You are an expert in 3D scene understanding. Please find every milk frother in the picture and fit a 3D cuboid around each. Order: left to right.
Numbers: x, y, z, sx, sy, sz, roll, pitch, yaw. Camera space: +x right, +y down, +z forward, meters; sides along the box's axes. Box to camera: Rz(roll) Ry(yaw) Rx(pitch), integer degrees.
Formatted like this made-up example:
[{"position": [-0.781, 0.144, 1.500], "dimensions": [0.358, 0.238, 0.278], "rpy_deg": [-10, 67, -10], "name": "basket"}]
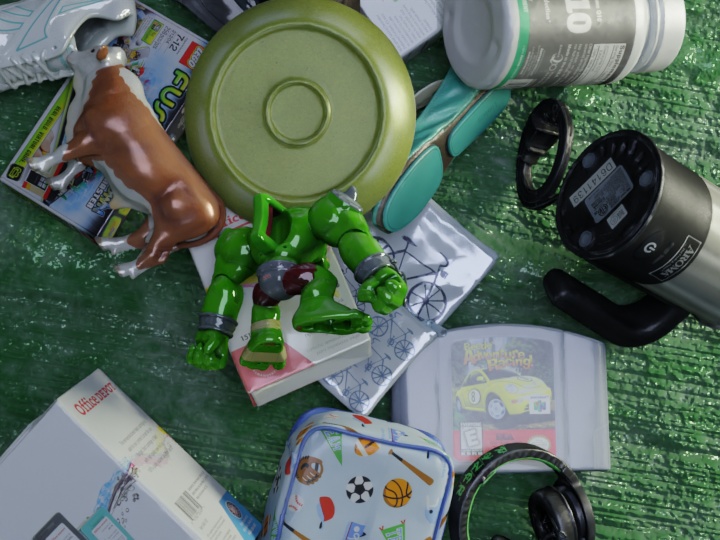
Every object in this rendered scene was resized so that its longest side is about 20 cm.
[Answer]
[{"position": [0.248, -0.055, 1.751], "dimensions": [0.187, 0.180, 0.202], "rpy_deg": [27, 45, -38], "name": "milk frother"}]

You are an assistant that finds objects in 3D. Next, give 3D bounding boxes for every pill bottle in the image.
[{"position": [0.182, -0.220, 1.741], "dimensions": [0.198, 0.113, 0.114], "rpy_deg": [-6, 84, -30], "name": "pill bottle"}]

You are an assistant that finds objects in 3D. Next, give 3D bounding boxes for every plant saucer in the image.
[{"position": [-0.053, -0.132, 1.656], "dimensions": [0.198, 0.031, 0.202], "rpy_deg": [0, 90, 4], "name": "plant saucer"}]

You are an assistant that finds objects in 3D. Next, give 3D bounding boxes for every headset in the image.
[{"position": [0.163, 0.243, 1.710], "dimensions": [0.123, 0.094, 0.200], "rpy_deg": [-44, 114, -10], "name": "headset"}]

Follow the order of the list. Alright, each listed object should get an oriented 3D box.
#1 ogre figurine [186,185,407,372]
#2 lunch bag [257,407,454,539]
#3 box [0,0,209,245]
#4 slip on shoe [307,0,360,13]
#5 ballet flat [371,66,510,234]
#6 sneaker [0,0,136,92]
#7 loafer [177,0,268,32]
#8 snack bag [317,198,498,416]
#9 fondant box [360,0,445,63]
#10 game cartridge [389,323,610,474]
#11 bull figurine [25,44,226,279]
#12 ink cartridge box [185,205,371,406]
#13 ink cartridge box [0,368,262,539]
[{"position": [-0.055, 0.004, 1.605], "dimensions": [0.097, 0.199, 0.121], "rpy_deg": [15, 59, -36], "name": "ogre figurine"}, {"position": [-0.004, 0.228, 1.690], "dimensions": [0.159, 0.076, 0.202], "rpy_deg": [13, 98, -12], "name": "lunch bag"}, {"position": [-0.215, -0.132, 1.722], "dimensions": [0.109, 0.035, 0.201], "rpy_deg": [29, 80, 15], "name": "box"}, {"position": [-0.026, -0.233, 1.714], "dimensions": [0.060, 0.076, 0.201], "rpy_deg": [-20, 122, 16], "name": "slip on shoe"}, {"position": [0.054, -0.112, 1.748], "dimensions": [0.070, 0.068, 0.200], "rpy_deg": [25, 60, 29], "name": "ballet flat"}, {"position": [-0.283, -0.195, 1.699], "dimensions": [0.199, 0.071, 0.080], "rpy_deg": [-34, 57, -1], "name": "sneaker"}, {"position": [-0.088, -0.200, 1.754], "dimensions": [0.072, 0.073, 0.201], "rpy_deg": [-38, 88, 13], "name": "loafer"}, {"position": [0.000, 0.000, 1.742], "dimensions": [0.188, 0.021, 0.200], "rpy_deg": [42, 80, 11], "name": "snack bag"}, {"position": [0.067, -0.298, 1.784], "dimensions": [0.199, 0.058, 0.145], "rpy_deg": [-35, 89, -11], "name": "fondant box"}, {"position": [0.125, 0.115, 1.758], "dimensions": [0.198, 0.041, 0.135], "rpy_deg": [-1, 80, -8], "name": "game cartridge"}, {"position": [-0.202, -0.092, 1.651], "dimensions": [0.121, 0.065, 0.200], "rpy_deg": [-39, 88, -2], "name": "bull figurine"}, {"position": [-0.080, 0.000, 1.699], "dimensions": [0.116, 0.068, 0.202], "rpy_deg": [-23, 75, -4], "name": "ink cartridge box"}, {"position": [-0.209, 0.210, 1.626], "dimensions": [0.200, 0.147, 0.146], "rpy_deg": [44, 100, 0], "name": "ink cartridge box"}]
